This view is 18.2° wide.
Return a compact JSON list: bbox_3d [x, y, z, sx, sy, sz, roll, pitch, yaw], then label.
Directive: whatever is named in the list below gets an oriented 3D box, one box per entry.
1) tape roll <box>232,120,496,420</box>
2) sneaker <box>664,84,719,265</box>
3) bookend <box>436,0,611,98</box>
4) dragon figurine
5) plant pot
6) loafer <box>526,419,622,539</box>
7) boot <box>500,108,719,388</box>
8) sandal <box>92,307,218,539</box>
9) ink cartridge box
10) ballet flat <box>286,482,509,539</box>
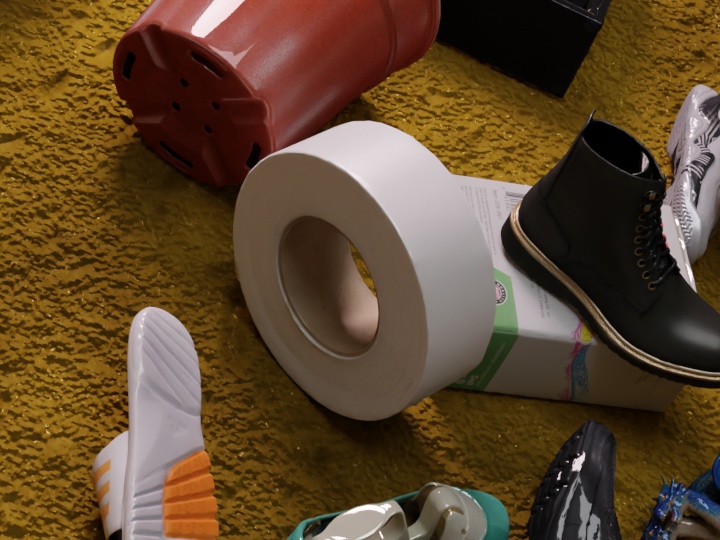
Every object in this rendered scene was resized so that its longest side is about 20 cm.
[{"bbox_3d":[0.000,0.000,1.575,0.071,0.203,0.203,-26,65,-37],"label":"tape roll"},{"bbox_3d":[0.308,-0.066,1.846,0.115,0.075,0.200,20,44,-3],"label":"sneaker"},{"bbox_3d":[0.125,-0.278,1.937,0.198,0.092,0.200,26,45,0],"label":"bookend"},{"bbox_3d":[0.280,0.158,1.655,0.099,0.059,0.200,38,49,11],"label":"dragon figurine"},{"bbox_3d":[-0.074,-0.178,1.713,0.200,0.201,0.195,35,55,8],"label":"plant pot"},{"bbox_3d":[0.153,0.196,1.566,0.070,0.068,0.201,25,51,-11],"label":"loafer"},{"bbox_3d":[0.207,-0.012,1.598,0.200,0.138,0.078,32,48,2],"label":"boot"},{"bbox_3d":[-0.141,0.127,1.501,0.079,0.059,0.207,27,49,-41],"label":"sandal"},{"bbox_3d":[0.147,0.018,1.699,0.199,0.088,0.146,6,51,-17],"label":"ink cartridge box"},{"bbox_3d":[0.031,0.180,1.522,0.199,0.070,0.067,-14,58,-32],"label":"ballet flat"}]
